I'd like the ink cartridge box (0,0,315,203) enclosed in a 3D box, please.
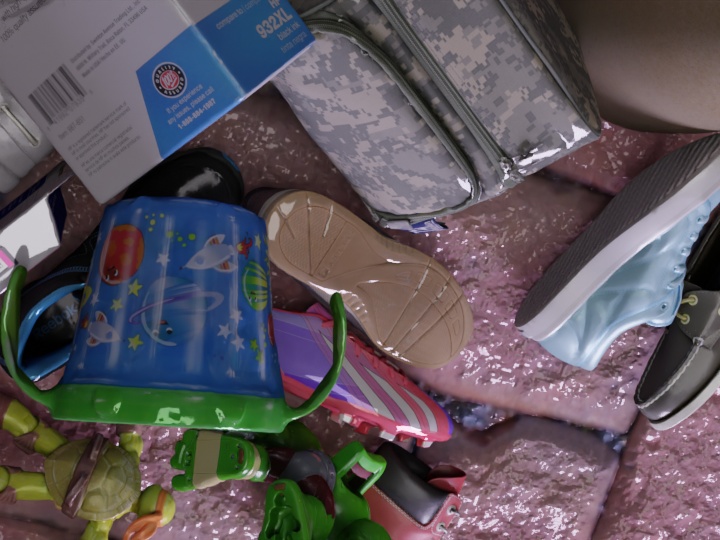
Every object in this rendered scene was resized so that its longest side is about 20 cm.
[{"bbox_3d":[-0.146,-0.160,0.697,0.145,0.084,0.200,-28,104,42],"label":"ink cartridge box"}]

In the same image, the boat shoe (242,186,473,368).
[{"bbox_3d":[0.000,0.000,0.858,0.200,0.065,0.072,33,95,-36],"label":"boat shoe"}]

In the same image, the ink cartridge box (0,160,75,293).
[{"bbox_3d":[-0.238,-0.004,0.791,0.200,0.095,0.037,-40,107,1],"label":"ink cartridge box"}]

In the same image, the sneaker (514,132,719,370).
[{"bbox_3d":[0.202,-0.008,0.878,0.082,0.074,0.200,38,118,-13],"label":"sneaker"}]

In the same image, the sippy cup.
[{"bbox_3d":[-0.107,0.027,0.743,0.178,0.140,0.131,11,80,-42],"label":"sippy cup"}]

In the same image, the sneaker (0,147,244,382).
[{"bbox_3d":[-0.151,0.002,0.818,0.200,0.082,0.073,-44,107,1],"label":"sneaker"}]

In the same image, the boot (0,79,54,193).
[{"bbox_3d":[-0.264,-0.134,0.761,0.200,0.074,0.096,41,87,-19],"label":"boot"}]

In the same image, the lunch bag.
[{"bbox_3d":[0.033,-0.131,0.779,0.168,0.139,0.200,-26,126,23],"label":"lunch bag"}]

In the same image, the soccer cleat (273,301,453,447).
[{"bbox_3d":[-0.016,0.065,0.875,0.200,0.067,0.077,22,80,-19],"label":"soccer cleat"}]

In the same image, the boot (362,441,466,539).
[{"bbox_3d":[0.047,0.224,0.922,0.144,0.072,0.200,-39,105,3],"label":"boot"}]

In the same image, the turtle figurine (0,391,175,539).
[{"bbox_3d":[-0.189,0.144,0.822,0.161,0.064,0.200,19,65,-1],"label":"turtle figurine"}]

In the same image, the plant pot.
[{"bbox_3d":[0.236,-0.165,0.791,0.187,0.200,0.188,-3,105,-11],"label":"plant pot"}]

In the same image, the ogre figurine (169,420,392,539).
[{"bbox_3d":[-0.040,0.149,0.826,0.120,0.200,0.098,23,93,-54],"label":"ogre figurine"}]

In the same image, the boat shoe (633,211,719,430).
[{"bbox_3d":[0.254,0.020,0.913,0.060,0.072,0.202,34,90,-16],"label":"boat shoe"}]
